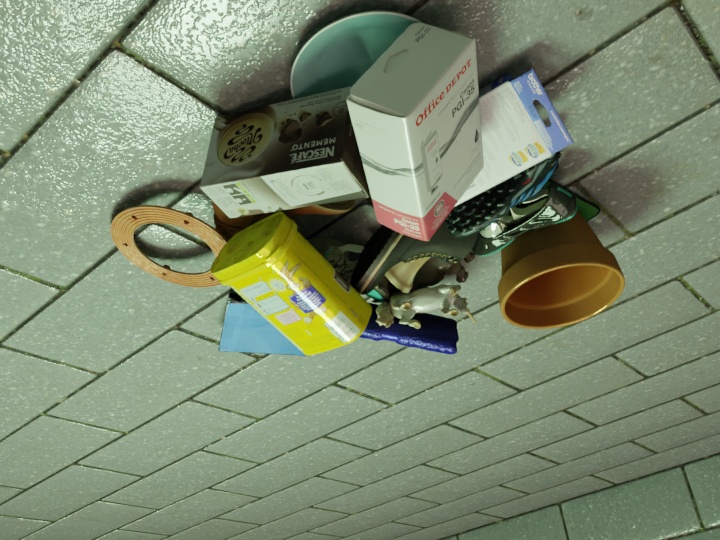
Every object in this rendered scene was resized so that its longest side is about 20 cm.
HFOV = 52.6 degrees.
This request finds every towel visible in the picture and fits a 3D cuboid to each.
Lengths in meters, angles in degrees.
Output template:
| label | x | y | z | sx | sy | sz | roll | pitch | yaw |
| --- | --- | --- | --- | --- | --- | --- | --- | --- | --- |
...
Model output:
| label | x | y | z | sx | sy | sz | roll | pitch | yaw |
| --- | --- | --- | --- | --- | --- | --- | --- | --- | --- |
| towel | 0.068 | 0.103 | 1.256 | 0.197 | 0.050 | 0.148 | 10 | -168 | 5 |

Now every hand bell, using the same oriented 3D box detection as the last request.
| label | x | y | z | sx | sy | sz | roll | pitch | yaw |
| --- | --- | --- | --- | --- | --- | --- | --- | --- | --- |
| hand bell | 0.124 | -0.063 | 1.159 | 0.199 | 0.105 | 0.104 | -36 | 139 | 19 |

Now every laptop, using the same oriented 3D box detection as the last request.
| label | x | y | z | sx | sy | sz | roll | pitch | yaw |
| --- | --- | --- | --- | --- | --- | --- | --- | --- | --- |
| laptop | -0.145 | 0.107 | 1.309 | 0.185 | 0.118 | 0.200 | 5 | -179 | -19 |

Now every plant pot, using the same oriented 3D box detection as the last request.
| label | x | y | z | sx | sy | sz | roll | pitch | yaw |
| --- | --- | --- | --- | --- | --- | --- | --- | --- | --- |
| plant pot | 0.313 | -0.012 | 1.194 | 0.197 | 0.141 | 0.201 | -5 | 146 | -3 |

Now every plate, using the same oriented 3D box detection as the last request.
| label | x | y | z | sx | sy | sz | roll | pitch | yaw |
| --- | --- | --- | --- | --- | --- | --- | --- | --- | --- |
| plate | 0.011 | -0.241 | 0.898 | 0.197 | 0.026 | 0.201 | -5 | 148 | -3 |

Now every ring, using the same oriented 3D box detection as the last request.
| label | x | y | z | sx | sy | sz | roll | pitch | yaw |
| --- | --- | --- | --- | --- | --- | --- | --- | --- | --- |
| ring | -0.282 | -0.037 | 1.114 | 0.198 | 0.019 | 0.201 | 8 | 145 | 6 |

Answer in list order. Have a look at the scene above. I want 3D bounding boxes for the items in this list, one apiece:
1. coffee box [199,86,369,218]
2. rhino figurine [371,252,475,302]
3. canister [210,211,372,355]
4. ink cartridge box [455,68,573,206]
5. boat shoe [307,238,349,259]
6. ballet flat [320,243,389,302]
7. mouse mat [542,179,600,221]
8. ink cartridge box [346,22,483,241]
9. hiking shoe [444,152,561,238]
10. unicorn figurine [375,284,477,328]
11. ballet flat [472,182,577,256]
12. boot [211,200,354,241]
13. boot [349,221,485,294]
| label | x | y | z | sx | sy | sz | roll | pitch | yaw |
| --- | --- | --- | --- | --- | --- | --- | --- | --- | --- |
| coffee box | -0.089 | -0.143 | 0.909 | 0.198 | 0.114 | 0.080 | -6 | 151 | 23 |
| rhino figurine | 0.099 | 0.011 | 1.271 | 0.199 | 0.060 | 0.087 | -28 | 148 | 26 |
| canister | -0.096 | 0.026 | 1.047 | 0.148 | 0.087 | 0.200 | -20 | 124 | 41 |
| ink cartridge box | 0.168 | -0.176 | 0.973 | 0.199 | 0.042 | 0.120 | -26 | 113 | 29 |
| boat shoe | -0.118 | -0.019 | 1.167 | 0.199 | 0.074 | 0.063 | 6 | 137 | -28 |
| ballet flat | 0.000 | 0.000 | 1.169 | 0.067 | 0.076 | 0.199 | 20 | 179 | 34 |
| mouse mat | 0.280 | -0.090 | 1.204 | 0.199 | 0.008 | 0.161 | 21 | 137 | -35 |
| ink cartridge box | 0.071 | -0.158 | 0.853 | 0.082 | 0.147 | 0.201 | 25 | 152 | 28 |
| hiking shoe | 0.212 | -0.110 | 1.053 | 0.200 | 0.075 | 0.087 | -40 | 147 | 9 |
| unicorn figurine | 0.119 | 0.055 | 1.204 | 0.197 | 0.075 | 0.137 | 4 | -176 | -7 |
| ballet flat | 0.239 | -0.087 | 1.134 | 0.068 | 0.069 | 0.199 | 38 | 135 | -28 |
| boot | -0.118 | -0.082 | 1.065 | 0.197 | 0.077 | 0.156 | 5 | 144 | -14 |
| boot | 0.088 | -0.023 | 1.095 | 0.138 | 0.078 | 0.201 | 33 | 98 | -20 |
